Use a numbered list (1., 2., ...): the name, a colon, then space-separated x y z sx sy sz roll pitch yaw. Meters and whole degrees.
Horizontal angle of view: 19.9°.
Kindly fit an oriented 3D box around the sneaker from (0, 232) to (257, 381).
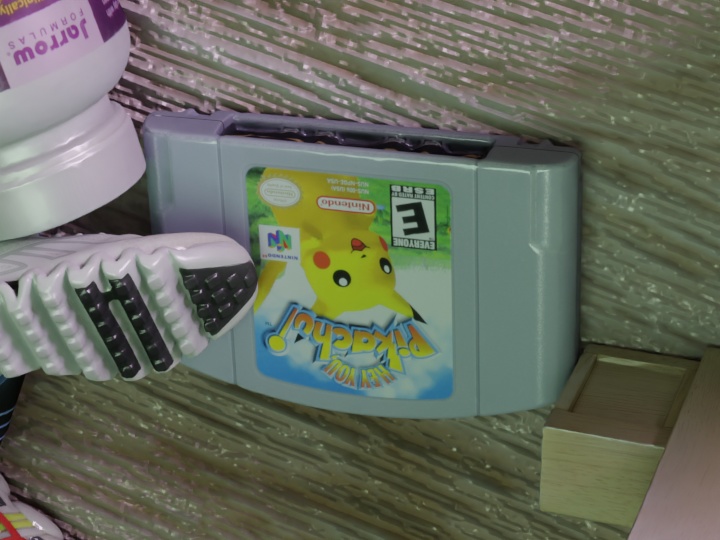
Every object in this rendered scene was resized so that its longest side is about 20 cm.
1. sneaker: -0.145 0.008 0.906 0.198 0.082 0.076 -11 136 1

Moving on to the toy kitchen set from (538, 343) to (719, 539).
1. toy kitchen set: 0.168 0.155 0.854 0.198 0.163 0.182 9 117 18

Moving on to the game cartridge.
1. game cartridge: 0.000 0.000 0.916 0.198 0.041 0.135 6 121 16

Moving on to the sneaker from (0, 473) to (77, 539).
1. sneaker: -0.205 0.145 1.030 0.199 0.085 0.077 33 121 0

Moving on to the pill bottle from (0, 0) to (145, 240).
1. pill bottle: -0.163 -0.120 0.866 0.111 0.112 0.202 -11 112 24

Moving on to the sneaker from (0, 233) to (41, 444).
1. sneaker: -0.202 0.070 0.974 0.070 0.078 0.202 24 80 0
